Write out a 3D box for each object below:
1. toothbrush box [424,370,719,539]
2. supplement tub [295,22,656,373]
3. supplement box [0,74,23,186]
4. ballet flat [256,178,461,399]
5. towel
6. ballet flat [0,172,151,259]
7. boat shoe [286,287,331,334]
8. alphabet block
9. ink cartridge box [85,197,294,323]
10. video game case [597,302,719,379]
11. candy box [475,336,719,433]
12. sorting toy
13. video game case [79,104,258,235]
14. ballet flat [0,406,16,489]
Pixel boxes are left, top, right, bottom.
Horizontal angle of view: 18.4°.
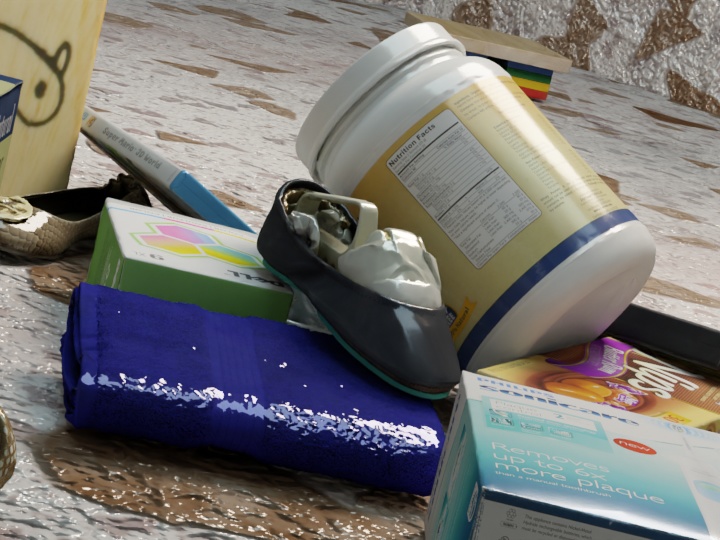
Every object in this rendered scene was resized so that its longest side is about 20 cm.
[{"bbox_3d":[0.109,0.123,0.998,0.145,0.086,0.200,14,10,-2],"label":"toothbrush box"},{"bbox_3d":[0.067,-0.038,1.346,0.200,0.145,0.144,49,24,17],"label":"supplement tub"},{"bbox_3d":[-0.220,0.023,0.776,0.133,0.201,0.200,14,11,0],"label":"supplement box"},{"bbox_3d":[0.000,0.000,1.230,0.073,0.074,0.200,7,19,-31],"label":"ballet flat"},{"bbox_3d":[-0.060,0.068,1.165,0.198,0.050,0.148,13,19,-12],"label":"towel"},{"bbox_3d":[-0.199,-0.040,1.489,0.067,0.047,0.200,28,16,25],"label":"ballet flat"},{"bbox_3d":[0.025,0.025,1.413,0.201,0.065,0.074,6,14,-36],"label":"boat shoe"},{"bbox_3d":[-0.311,-0.153,1.513,0.196,0.202,0.195,23,15,38],"label":"alphabet block"},{"bbox_3d":[-0.101,0.017,1.309,0.103,0.060,0.200,13,12,-13],"label":"ink cartridge box"},{"bbox_3d":[0.211,0.053,1.459,0.199,0.026,0.180,19,-4,45],"label":"video game case"},{"bbox_3d":[0.151,0.090,1.283,0.116,0.057,0.200,20,14,26],"label":"candy box"},{"bbox_3d":[0.172,-0.299,3.140,0.197,0.070,0.200,11,12,-16],"label":"sorting toy"},{"bbox_3d":[-0.120,-0.049,1.538,0.143,0.018,0.200,42,-6,-34],"label":"video game case"},{"bbox_3d":[-0.239,0.062,0.958,0.199,0.071,0.065,19,-15,11],"label":"ballet flat"}]
